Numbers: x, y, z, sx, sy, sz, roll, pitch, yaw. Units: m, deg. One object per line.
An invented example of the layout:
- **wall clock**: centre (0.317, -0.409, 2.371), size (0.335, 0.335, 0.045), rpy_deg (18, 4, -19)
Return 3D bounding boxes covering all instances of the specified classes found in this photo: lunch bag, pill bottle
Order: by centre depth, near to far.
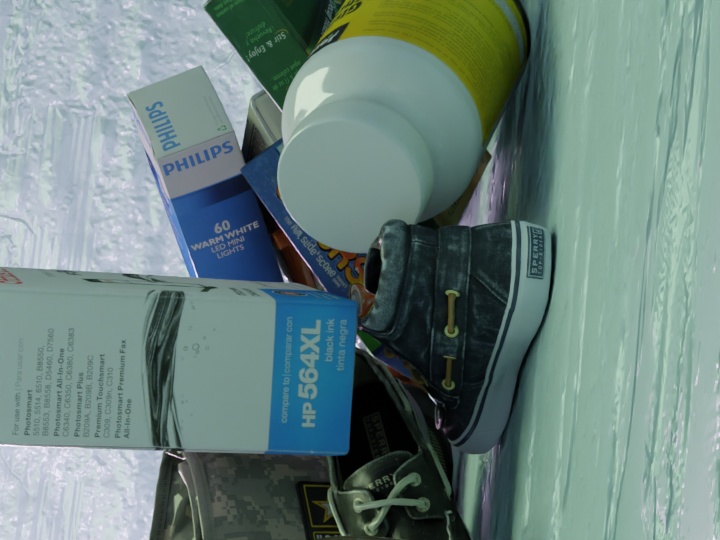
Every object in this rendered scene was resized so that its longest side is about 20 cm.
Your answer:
- **pill bottle**: centre (0.021, -0.094, 1.417), size (0.200, 0.112, 0.112), rpy_deg (-62, -16, -55)
- **lunch bag**: centre (-0.033, 0.189, 1.427), size (0.118, 0.164, 0.200), rpy_deg (2, 89, 63)

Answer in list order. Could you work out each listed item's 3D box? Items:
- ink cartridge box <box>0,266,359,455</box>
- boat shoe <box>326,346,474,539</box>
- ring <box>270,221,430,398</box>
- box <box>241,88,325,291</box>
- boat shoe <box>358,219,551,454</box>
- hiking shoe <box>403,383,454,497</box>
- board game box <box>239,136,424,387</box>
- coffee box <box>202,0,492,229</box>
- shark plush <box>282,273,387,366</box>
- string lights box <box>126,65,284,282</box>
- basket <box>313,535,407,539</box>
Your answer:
- **ink cartridge box**: centre (-0.116, 0.046, 1.354), size (0.146, 0.200, 0.084), rpy_deg (-163, 78, -74)
- **boat shoe**: centre (0.016, 0.126, 1.351), size (0.064, 0.071, 0.200), rpy_deg (59, -173, -48)
- **ring**: centre (-0.007, 0.046, 1.714), size (0.201, 0.019, 0.201), rpy_deg (55, 165, 21)
- **box**: centre (-0.007, -0.059, 1.763), size (0.128, 0.109, 0.200), rpy_deg (58, 166, 10)
- **boat shoe**: centre (0.041, 0.031, 1.371), size (0.200, 0.091, 0.071), rpy_deg (103, 173, -58)
- **hiking shoe**: centre (0.031, 0.169, 1.554), size (0.101, 0.076, 0.200), rpy_deg (177, 98, -69)
- **board game box**: centre (0.000, 0.000, 1.518), size (0.135, 0.034, 0.200), rpy_deg (54, -177, 12)
- **coffee box**: centre (-0.004, -0.112, 1.552), size (0.044, 0.200, 0.123), rpy_deg (-31, 13, 27)
- **shark plush**: centre (-0.005, 0.042, 1.920), size (0.091, 0.083, 0.200), rpy_deg (100, 151, -62)
- **string lights box**: centre (-0.097, -0.027, 1.759), size (0.103, 0.059, 0.200), rpy_deg (-118, 9, -55)
- **basket**: centre (0.009, 0.237, 1.216), size (0.180, 0.136, 0.200), rpy_deg (134, 148, -66)
